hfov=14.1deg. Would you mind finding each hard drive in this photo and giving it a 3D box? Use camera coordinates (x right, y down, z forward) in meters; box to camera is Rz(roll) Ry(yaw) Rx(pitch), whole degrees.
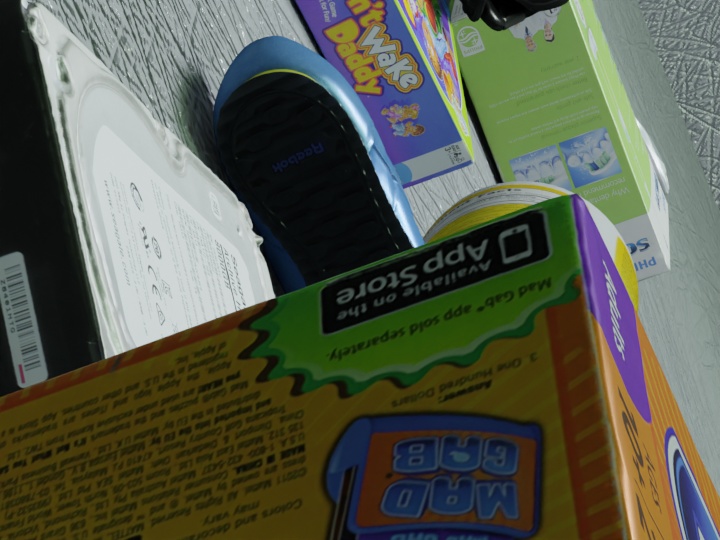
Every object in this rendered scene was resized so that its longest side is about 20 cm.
[{"bbox_3d":[-0.064,0.015,0.889,0.200,0.038,0.140,48,25,-64],"label":"hard drive"}]

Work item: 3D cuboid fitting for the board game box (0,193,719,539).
[{"bbox_3d":[-0.013,0.149,0.483,0.200,0.199,0.200,-93,160,-55],"label":"board game box"}]

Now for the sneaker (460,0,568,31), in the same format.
[{"bbox_3d":[0.055,-0.175,1.558,0.100,0.069,0.200,62,-14,-22],"label":"sneaker"}]

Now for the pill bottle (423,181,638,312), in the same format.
[{"bbox_3d":[0.073,0.021,1.343,0.200,0.111,0.112,-63,132,-74],"label":"pill bottle"}]

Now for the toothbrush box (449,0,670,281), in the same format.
[{"bbox_3d":[0.129,-0.097,1.876,0.146,0.086,0.201,-76,144,-71],"label":"toothbrush box"}]

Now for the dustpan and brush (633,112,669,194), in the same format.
[{"bbox_3d":[0.189,-0.148,2.313,0.140,0.057,0.201,-11,82,-79],"label":"dustpan and brush"}]

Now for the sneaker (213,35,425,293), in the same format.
[{"bbox_3d":[0.000,0.000,1.151,0.078,0.066,0.201,-86,154,-72],"label":"sneaker"}]

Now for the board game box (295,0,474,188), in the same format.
[{"bbox_3d":[-0.005,-0.157,1.443,0.135,0.045,0.200,-97,163,-48],"label":"board game box"}]
